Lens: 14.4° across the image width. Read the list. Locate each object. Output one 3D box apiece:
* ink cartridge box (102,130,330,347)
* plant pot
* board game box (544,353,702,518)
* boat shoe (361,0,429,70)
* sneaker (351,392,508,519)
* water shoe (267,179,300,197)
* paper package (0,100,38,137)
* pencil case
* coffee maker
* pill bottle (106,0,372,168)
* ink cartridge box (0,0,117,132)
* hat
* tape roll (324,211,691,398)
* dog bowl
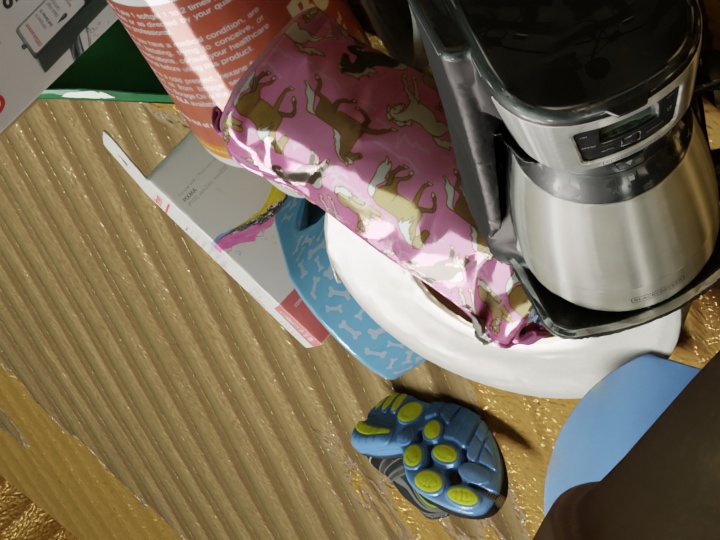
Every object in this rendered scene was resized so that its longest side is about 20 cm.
[{"bbox_3d":[-0.081,-0.040,1.903,0.200,0.068,0.116,44,174,-3],"label":"ink cartridge box"},{"bbox_3d":[0.201,0.124,1.395,0.200,0.175,0.200,23,-158,-9],"label":"plant pot"},{"bbox_3d":[0.200,0.128,1.528,0.200,0.039,0.158,16,110,18],"label":"board game box"},{"bbox_3d":[0.004,-0.175,1.365,0.072,0.066,0.200,32,161,38],"label":"boat shoe"},{"bbox_3d":[0.062,0.140,2.058,0.083,0.071,0.200,44,170,-21],"label":"sneaker"},{"bbox_3d":[-0.079,-0.131,1.698,0.200,0.071,0.079,56,166,-4],"label":"water shoe"},{"bbox_3d":[-0.322,-0.161,1.980,0.103,0.200,0.191,30,158,40],"label":"paper package"},{"bbox_3d":[0.026,-0.045,1.404,0.200,0.087,0.083,36,141,7],"label":"pencil case"},{"bbox_3d":[0.080,-0.092,1.266,0.192,0.135,0.200,36,162,27],"label":"coffee maker"},{"bbox_3d":[-0.079,-0.158,1.534,0.112,0.112,0.200,28,158,45],"label":"pill bottle"},{"bbox_3d":[-0.189,-0.190,1.562,0.083,0.200,0.147,32,161,37],"label":"ink cartridge box"},{"bbox_3d":[-0.159,-0.194,1.801,0.200,0.176,0.166,1,-177,-7],"label":"hat"},{"bbox_3d":[0.079,-0.009,1.513,0.202,0.037,0.203,16,144,12],"label":"tape roll"},{"bbox_3d":[0.000,0.000,1.722,0.111,0.050,0.200,43,-169,-20],"label":"dog bowl"}]
